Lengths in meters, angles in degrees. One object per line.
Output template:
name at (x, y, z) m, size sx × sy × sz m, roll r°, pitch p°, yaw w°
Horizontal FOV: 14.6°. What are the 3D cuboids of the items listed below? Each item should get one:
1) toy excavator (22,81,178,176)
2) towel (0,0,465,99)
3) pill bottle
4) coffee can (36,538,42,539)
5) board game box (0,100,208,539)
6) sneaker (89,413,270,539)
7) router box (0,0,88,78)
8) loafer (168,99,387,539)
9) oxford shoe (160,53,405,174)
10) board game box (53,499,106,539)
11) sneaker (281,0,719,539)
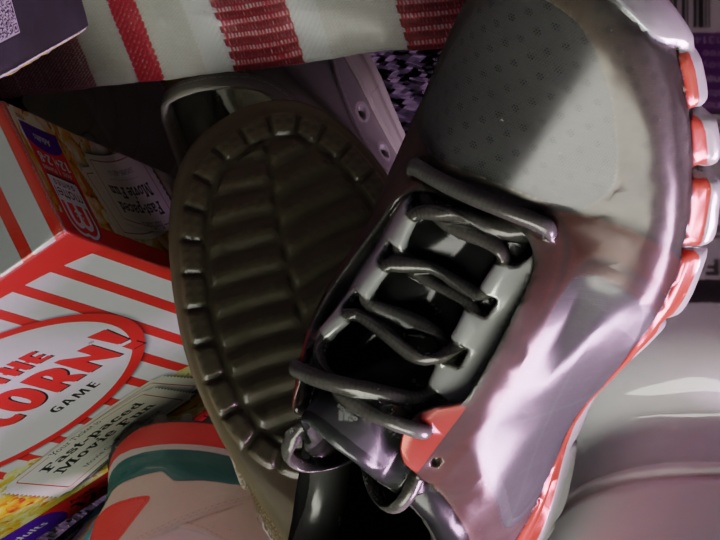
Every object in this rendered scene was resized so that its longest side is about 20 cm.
toy excavator at (-0.178, -0.031, 0.841) m, size 0.200 × 0.195 × 0.100 m, roll 37°, pitch 146°, yaw -3°
towel at (-0.030, -0.113, 0.742) m, size 0.200 × 0.023 × 0.144 m, roll -5°, pitch 136°, yaw 14°
pill bottle at (0.095, 0.004, 0.787) m, size 0.111 × 0.200 × 0.111 m, roll 3°, pitch 153°, yaw 1°
coffee can at (-0.223, 0.142, 1.147) m, size 0.146 × 0.147 × 0.200 m, roll -14°, pitch 148°, yaw 30°
board game box at (-0.109, 0.026, 0.854) m, size 0.151 × 0.046 × 0.200 m, roll -33°, pitch 160°, yaw 15°
sneaker at (0.007, 0.104, 0.859) m, size 0.199 × 0.093 × 0.070 m, roll 6°, pitch 140°, yaw 14°
router box at (-0.160, -0.126, 0.592) m, size 0.157 × 0.200 × 0.052 m, roll -10°, pitch -166°, yaw 22°
loafer at (-0.002, 0.051, 0.793) m, size 0.076 × 0.200 × 0.067 m, roll -18°, pitch 178°, yaw -8°
oxford shoe at (0.000, 0.000, 0.853) m, size 0.075 × 0.058 × 0.200 m, roll -11°, pitch 121°, yaw 41°
board game box at (-0.032, 0.163, 0.993) m, size 0.200 × 0.047 × 0.151 m, roll 37°, pitch 159°, yaw -6°
sneaker at (0.025, 0.014, 0.672) m, size 0.077 × 0.082 × 0.200 m, roll 31°, pitch 129°, yaw 25°
